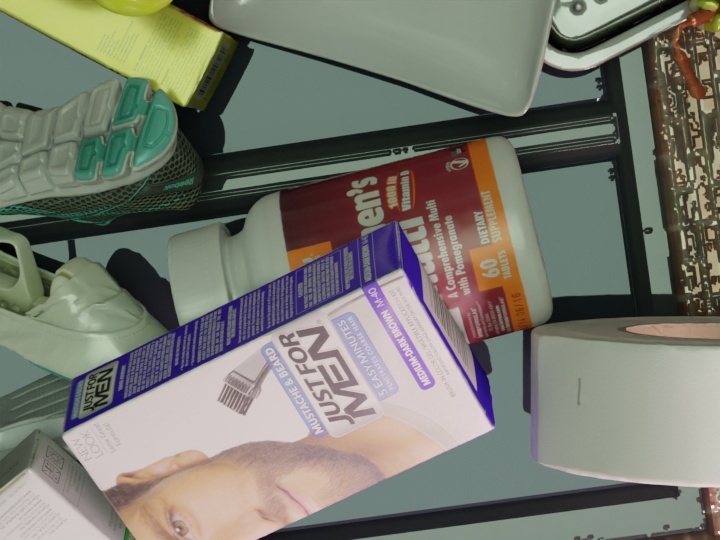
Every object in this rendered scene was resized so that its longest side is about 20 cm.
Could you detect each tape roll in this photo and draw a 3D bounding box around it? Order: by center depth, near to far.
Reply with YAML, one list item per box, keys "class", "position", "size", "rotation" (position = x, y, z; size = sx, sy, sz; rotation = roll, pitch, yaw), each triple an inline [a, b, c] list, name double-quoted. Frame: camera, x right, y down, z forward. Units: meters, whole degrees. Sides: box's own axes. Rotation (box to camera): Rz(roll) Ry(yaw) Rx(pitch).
- class: "tape roll"
  position: [0.188, 0.065, 0.998]
  size: [0.202, 0.202, 0.071]
  rotation: [0, 94, 4]

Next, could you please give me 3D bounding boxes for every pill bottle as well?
- class: "pill bottle"
  position: [0.000, 0.000, 1.053]
  size: [0.199, 0.110, 0.110]
  rotation: [-14, 92, 4]

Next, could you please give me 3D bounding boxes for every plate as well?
- class: "plate"
  position: [0.028, -0.207, 1.046]
  size: [0.199, 0.032, 0.201]
  rotation: [18, 106, 17]

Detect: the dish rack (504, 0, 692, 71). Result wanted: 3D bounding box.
- class: "dish rack"
  position: [0.157, -0.223, 1.065]
  size: [0.200, 0.044, 0.172]
  rotation: [-27, 92, 5]

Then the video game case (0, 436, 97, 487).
- class: "video game case"
  position: [-0.132, 0.182, 1.082]
  size: [0.143, 0.018, 0.201]
  rotation: [-13, 113, 4]

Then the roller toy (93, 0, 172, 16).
- class: "roller toy"
  position: [-0.141, -0.242, 0.974]
  size: [0.139, 0.200, 0.183]
  rotation: [-10, 126, 39]

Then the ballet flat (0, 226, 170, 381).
- class: "ballet flat"
  position: [-0.182, 0.016, 1.065]
  size: [0.199, 0.069, 0.070]
  rotation: [18, 94, 20]

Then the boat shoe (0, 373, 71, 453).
- class: "boat shoe"
  position: [-0.179, 0.106, 1.098]
  size: [0.199, 0.072, 0.071]
  rotation: [-19, 114, 5]

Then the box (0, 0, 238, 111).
- class: "box"
  position: [-0.171, -0.158, 1.074]
  size: [0.200, 0.075, 0.050]
  rotation: [29, 94, 3]

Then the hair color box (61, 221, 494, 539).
- class: "hair color box"
  position: [-0.043, 0.070, 0.990]
  size: [0.200, 0.065, 0.109]
  rotation: [-26, 115, 12]

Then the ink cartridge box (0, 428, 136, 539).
- class: "ink cartridge box"
  position: [-0.148, 0.194, 1.051]
  size: [0.109, 0.050, 0.200]
  rotation: [-41, 109, 14]

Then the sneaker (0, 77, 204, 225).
- class: "sneaker"
  position: [-0.178, -0.053, 1.080]
  size: [0.199, 0.091, 0.078]
  rotation: [-1, 66, 26]

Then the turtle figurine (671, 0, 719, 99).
- class: "turtle figurine"
  position: [0.187, -0.204, 1.008]
  size: [0.161, 0.064, 0.200]
  rotation: [-32, 117, -1]
